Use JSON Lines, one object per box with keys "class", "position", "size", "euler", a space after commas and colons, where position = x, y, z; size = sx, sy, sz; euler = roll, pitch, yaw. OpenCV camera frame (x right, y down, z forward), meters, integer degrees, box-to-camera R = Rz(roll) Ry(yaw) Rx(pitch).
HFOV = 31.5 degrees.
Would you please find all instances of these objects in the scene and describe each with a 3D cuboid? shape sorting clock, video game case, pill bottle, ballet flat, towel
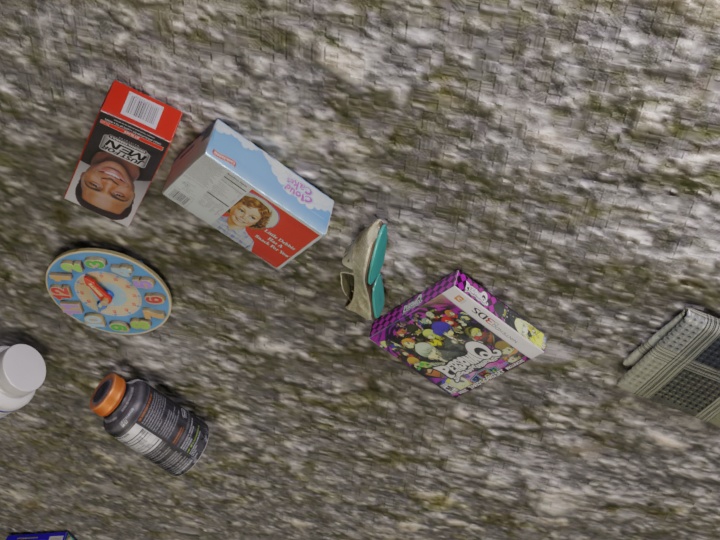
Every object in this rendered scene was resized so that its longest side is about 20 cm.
{"class": "shape sorting clock", "position": [-0.388, 0.036, 1.960], "size": [0.198, 0.040, 0.201], "euler": [9, 141, 8]}
{"class": "video game case", "position": [0.140, 0.097, 1.860], "size": [0.181, 0.036, 0.199], "euler": [36, 137, -21]}
{"class": "pill bottle", "position": [-0.621, 0.194, 2.168], "size": [0.112, 0.113, 0.199], "euler": [38, 135, -26]}
{"class": "pill bottle", "position": [-0.361, 0.255, 2.159], "size": [0.200, 0.107, 0.106], "euler": [39, 136, -26]}
{"class": "ballet flat", "position": [0.000, 0.000, 1.770], "size": [0.062, 0.068, 0.201], "euler": [17, 142, 13]}
{"class": "towel", "position": [0.487, 0.137, 1.804], "size": [0.191, 0.035, 0.200], "euler": [21, 139, -12]}

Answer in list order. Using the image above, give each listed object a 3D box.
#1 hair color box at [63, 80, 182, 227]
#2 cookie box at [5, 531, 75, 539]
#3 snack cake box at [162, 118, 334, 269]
{"class": "hair color box", "position": [-0.317, -0.152, 1.695], "size": [0.101, 0.062, 0.200], "euler": [24, 141, -12]}
{"class": "cookie box", "position": [-0.652, 0.649, 2.749], "size": [0.169, 0.076, 0.201], "euler": [-9, 136, 26]}
{"class": "snack cake box", "position": [-0.148, -0.098, 1.698], "size": [0.199, 0.068, 0.115], "euler": [34, 136, -22]}
